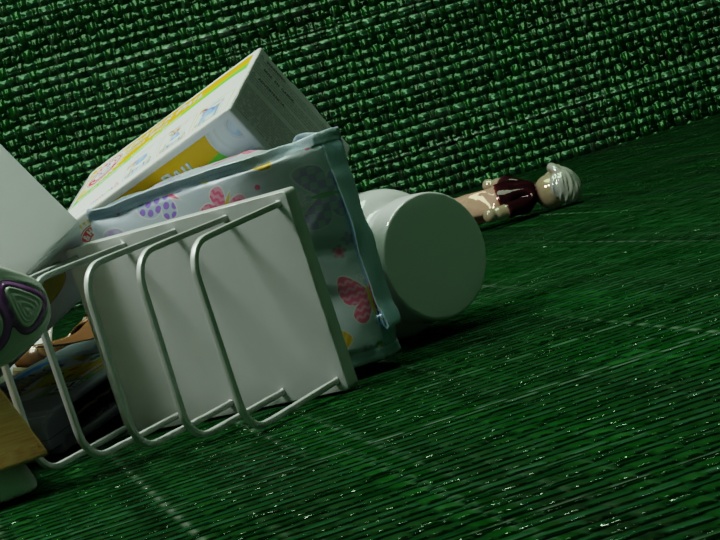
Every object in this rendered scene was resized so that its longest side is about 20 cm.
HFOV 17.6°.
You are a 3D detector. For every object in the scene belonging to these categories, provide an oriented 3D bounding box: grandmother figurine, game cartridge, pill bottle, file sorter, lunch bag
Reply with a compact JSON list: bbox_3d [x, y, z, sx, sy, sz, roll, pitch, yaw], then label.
[{"bbox_3d":[0.162,-0.080,2.730,0.198,0.061,0.122,-13,32,5],"label":"grandmother figurine"},{"bbox_3d":[-0.226,0.095,1.751,0.133,0.041,0.200,-16,12,34],"label":"game cartridge"},{"bbox_3d":[0.000,0.000,1.778,0.115,0.117,0.200,-19,5,-34],"label":"pill bottle"},{"bbox_3d":[-0.132,0.045,1.548,0.199,0.140,0.124,-13,8,35],"label":"file sorter"},{"bbox_3d":[-0.070,0.001,1.658,0.199,0.171,0.127,-17,5,35],"label":"lunch bag"}]

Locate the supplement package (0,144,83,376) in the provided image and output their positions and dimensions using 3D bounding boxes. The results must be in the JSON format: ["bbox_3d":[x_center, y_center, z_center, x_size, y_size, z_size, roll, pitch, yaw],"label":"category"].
[{"bbox_3d":[-0.304,-0.010,1.701,0.152,0.151,0.200,-45,-7,-12],"label":"supplement package"}]

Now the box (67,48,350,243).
[{"bbox_3d":[-0.124,-0.060,1.797,0.199,0.113,0.102,-34,19,29],"label":"box"}]

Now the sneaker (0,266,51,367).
[{"bbox_3d":[-0.299,0.042,1.501,0.199,0.075,0.100,-17,5,-10],"label":"sneaker"}]

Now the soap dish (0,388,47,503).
[{"bbox_3d":[-0.315,0.129,1.510,0.199,0.082,0.157,-18,4,-17],"label":"soap dish"}]

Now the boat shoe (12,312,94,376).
[{"bbox_3d":[-0.208,0.055,1.920,0.072,0.069,0.199,2,4,40],"label":"boat shoe"}]

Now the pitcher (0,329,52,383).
[{"bbox_3d":[-0.363,0.098,2.049,0.198,0.122,0.172,-6,-18,-6],"label":"pitcher"}]
